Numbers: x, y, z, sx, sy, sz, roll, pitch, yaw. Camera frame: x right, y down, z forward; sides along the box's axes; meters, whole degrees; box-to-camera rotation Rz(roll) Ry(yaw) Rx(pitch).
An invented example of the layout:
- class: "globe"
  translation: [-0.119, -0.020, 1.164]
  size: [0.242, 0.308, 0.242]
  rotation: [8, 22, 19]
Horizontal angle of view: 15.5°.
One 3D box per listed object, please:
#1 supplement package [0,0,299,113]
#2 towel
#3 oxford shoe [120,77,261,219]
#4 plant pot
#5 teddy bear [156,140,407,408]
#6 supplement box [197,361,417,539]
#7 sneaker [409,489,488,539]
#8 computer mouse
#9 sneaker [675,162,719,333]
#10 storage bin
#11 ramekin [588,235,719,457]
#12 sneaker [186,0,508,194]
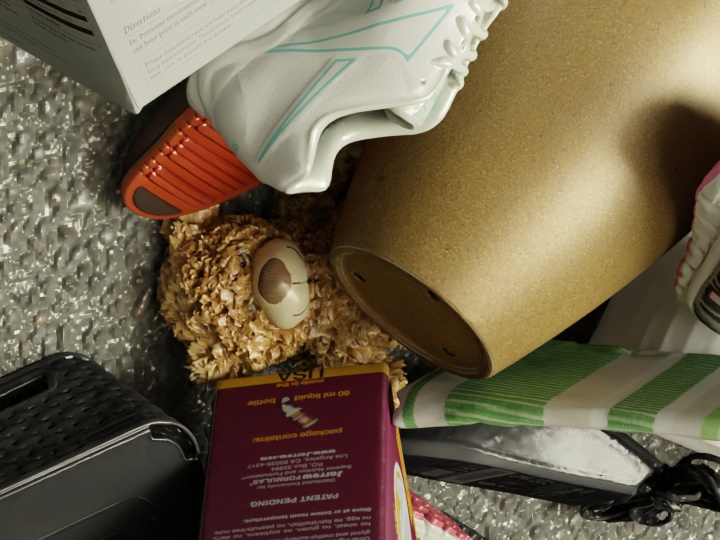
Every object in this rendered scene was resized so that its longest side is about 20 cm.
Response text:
- class: "supplement package"
  translation: [-0.088, -0.212, 1.073]
  size: [0.191, 0.147, 0.201]
  rotation: [-36, 126, -19]
- class: "towel"
  translation: [0.130, 0.060, 1.224]
  size: [0.152, 0.199, 0.024]
  rotation: [-20, 113, -67]
- class: "oxford shoe"
  translation: [-0.041, -0.106, 1.212]
  size: [0.200, 0.073, 0.071]
  rotation: [-43, 144, 8]
- class: "plant pot"
  translation: [0.080, -0.054, 1.217]
  size: [0.200, 0.186, 0.187]
  rotation: [-52, 130, -17]
- class: "teddy bear"
  translation: [0.000, 0.000, 1.277]
  size: [0.199, 0.067, 0.146]
  rotation: [13, 98, -39]
- class: "supplement box"
  translation: [-0.022, 0.145, 1.174]
  size: [0.085, 0.200, 0.111]
  rotation: [-7, 123, 6]
- class: "sneaker"
  translation: [0.022, 0.154, 1.349]
  size: [0.200, 0.081, 0.075]
  rotation: [37, 87, -40]
- class: "computer mouse"
  translation: [0.093, 0.088, 1.364]
  size: [0.199, 0.138, 0.053]
  rotation: [14, 77, -26]
- class: "sneaker"
  translation: [0.197, 0.001, 1.181]
  size: [0.074, 0.087, 0.200]
  rotation: [-42, 161, -11]
- class: "storage bin"
  translation: [-0.141, 0.157, 1.224]
  size: [0.135, 0.094, 0.201]
  rotation: [-24, 122, -26]
- class: "ramekin"
  translation: [0.214, 0.056, 1.376]
  size: [0.200, 0.200, 0.098]
  rotation: [25, 86, -40]
- class: "sneaker"
  translation: [0.026, -0.104, 1.134]
  size: [0.200, 0.080, 0.070]
  rotation: [-37, 153, 0]
